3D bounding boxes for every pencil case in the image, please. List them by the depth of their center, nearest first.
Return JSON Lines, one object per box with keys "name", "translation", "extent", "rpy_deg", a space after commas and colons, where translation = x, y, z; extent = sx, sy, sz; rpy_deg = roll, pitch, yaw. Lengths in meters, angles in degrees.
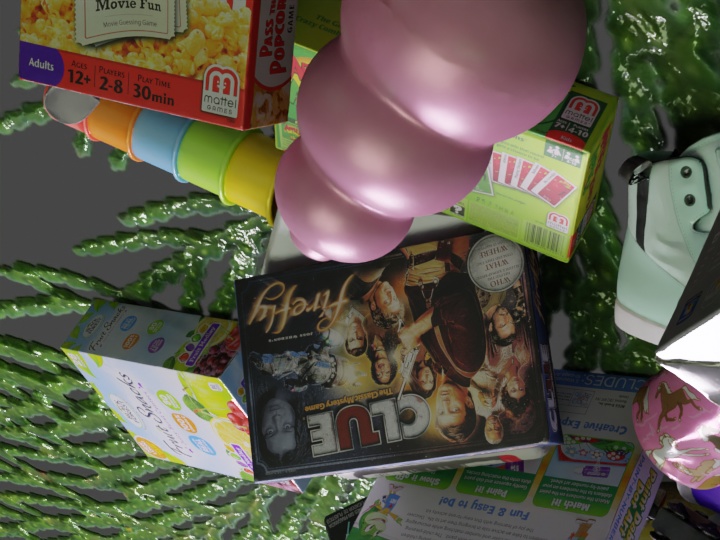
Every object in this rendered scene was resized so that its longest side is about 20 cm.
{"name": "pencil case", "translation": [0.245, 0.066, 0.816], "extent": [0.200, 0.086, 0.083], "rpy_deg": [-51, 53, 58]}

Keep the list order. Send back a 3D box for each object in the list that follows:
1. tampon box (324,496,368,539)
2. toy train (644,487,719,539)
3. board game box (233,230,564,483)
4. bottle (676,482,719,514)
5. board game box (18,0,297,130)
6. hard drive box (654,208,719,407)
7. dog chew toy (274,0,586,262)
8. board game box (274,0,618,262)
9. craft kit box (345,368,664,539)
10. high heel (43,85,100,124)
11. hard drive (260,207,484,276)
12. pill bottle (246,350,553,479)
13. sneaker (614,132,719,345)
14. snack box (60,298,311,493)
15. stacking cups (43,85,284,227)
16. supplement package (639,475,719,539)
{"name": "tampon box", "translation": [0.080, 0.274, 1.100], "extent": [0.127, 0.149, 0.200], "rpy_deg": [64, 180, -42]}
{"name": "toy train", "translation": [0.191, 0.158, 0.976], "extent": [0.046, 0.034, 0.200], "rpy_deg": [23, -173, -43]}
{"name": "board game box", "translation": [0.021, 0.056, 0.878], "extent": [0.199, 0.136, 0.035], "rpy_deg": [-11, 168, 20]}
{"name": "bottle", "translation": [0.293, 0.148, 0.880], "extent": [0.065, 0.084, 0.200], "rpy_deg": [29, 169, -36]}
{"name": "board game box", "translation": [-0.101, -0.185, 0.703], "extent": [0.151, 0.046, 0.201], "rpy_deg": [14, 108, 27]}
{"name": "hard drive box", "translation": [0.241, -0.007, 0.602], "extent": [0.156, 0.200, 0.077], "rpy_deg": [34, 148, -4]}
{"name": "dog chew toy", "translation": [0.025, -0.086, 0.706], "extent": [0.124, 0.125, 0.200], "rpy_deg": [34, 116, -3]}
{"name": "board game box", "translation": [0.044, -0.086, 0.812], "extent": [0.199, 0.048, 0.102], "rpy_deg": [22, 147, 16]}
{"name": "craft kit box", "translation": [0.101, 0.157, 0.957], "extent": [0.199, 0.198, 0.049], "rpy_deg": [3, 139, 40]}
{"name": "high heel", "translation": [-0.108, -0.181, 0.825], "extent": [0.200, 0.143, 0.071], "rpy_deg": [-31, 122, 18]}
{"name": "hard drive", "translation": [0.000, 0.000, 0.945], "extent": [0.131, 0.027, 0.200], "rpy_deg": [6, 150, -9]}
{"name": "pill bottle", "translation": [0.027, 0.085, 0.951], "extent": [0.199, 0.111, 0.111], "rpy_deg": [-9, 133, 21]}
{"name": "sneaker", "translation": [0.204, -0.008, 0.700], "extent": [0.200, 0.073, 0.119], "rpy_deg": [20, 119, 53]}
{"name": "snack box", "translation": [-0.147, 0.112, 1.242], "extent": [0.199, 0.068, 0.169], "rpy_deg": [7, 141, 38]}
{"name": "stacking cups", "translation": [-0.128, -0.094, 0.958], "extent": [0.199, 0.061, 0.061], "rpy_deg": [25, 149, 22]}
{"name": "supplement package", "translation": [0.258, 0.224, 0.991], "extent": [0.199, 0.114, 0.110], "rpy_deg": [-1, 137, 42]}
